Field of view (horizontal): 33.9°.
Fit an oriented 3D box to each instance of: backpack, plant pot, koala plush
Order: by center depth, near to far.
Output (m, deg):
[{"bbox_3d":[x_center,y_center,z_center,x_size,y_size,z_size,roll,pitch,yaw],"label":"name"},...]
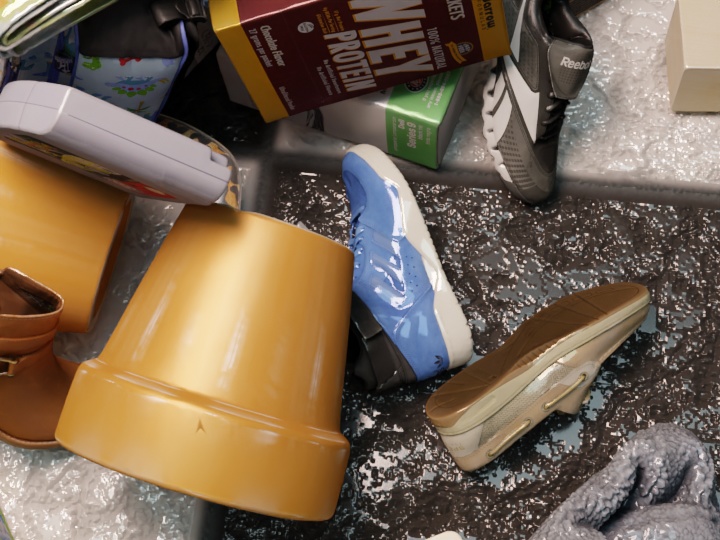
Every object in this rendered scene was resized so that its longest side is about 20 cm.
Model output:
[{"bbox_3d":[0.224,0.224,0.803,0.184,0.178,0.200,-40,69,-21],"label":"koala plush"},{"bbox_3d":[-0.090,0.056,0.833,0.199,0.200,0.184,16,85,9],"label":"plant pot"},{"bbox_3d":[-0.206,-0.201,0.881,0.146,0.200,0.184,-2,71,-18],"label":"backpack"},{"bbox_3d":[-0.280,-0.037,0.919,0.183,0.200,0.201,17,72,-7],"label":"plant pot"}]

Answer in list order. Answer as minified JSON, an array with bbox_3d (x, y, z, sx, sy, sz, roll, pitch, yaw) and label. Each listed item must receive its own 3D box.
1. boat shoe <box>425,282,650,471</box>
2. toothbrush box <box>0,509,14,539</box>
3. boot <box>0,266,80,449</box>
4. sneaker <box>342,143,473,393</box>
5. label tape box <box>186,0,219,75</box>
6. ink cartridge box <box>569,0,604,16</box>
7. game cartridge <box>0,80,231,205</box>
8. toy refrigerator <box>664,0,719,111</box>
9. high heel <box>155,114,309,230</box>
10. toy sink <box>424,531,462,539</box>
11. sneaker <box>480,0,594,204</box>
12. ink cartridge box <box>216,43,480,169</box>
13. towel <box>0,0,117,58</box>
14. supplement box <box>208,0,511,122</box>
[{"bbox_3d":[0.145,0.080,0.914,0.200,0.072,0.065,-34,108,-13],"label":"boat shoe"},{"bbox_3d":[-0.332,0.230,0.873,0.145,0.086,0.200,-29,73,-7],"label":"toothbrush box"},{"bbox_3d":[-0.242,0.061,0.858,0.199,0.155,0.074,11,50,-33],"label":"boot"},{"bbox_3d":[0.000,0.000,0.938,0.111,0.077,0.201,-20,77,-14],"label":"sneaker"},{"bbox_3d":[-0.202,-0.232,1.038,0.143,0.066,0.200,39,82,15],"label":"label tape box"},{"bbox_3d":[0.157,-0.324,1.043,0.164,0.075,0.200,-31,73,-8],"label":"ink cartridge box"},{"bbox_3d":[-0.178,-0.085,0.792,0.133,0.200,0.041,27,83,-25],"label":"game cartridge"},{"bbox_3d":[0.361,-0.178,0.985,0.199,0.070,0.076,1,64,3],"label":"toy refrigerator"},{"bbox_3d":[-0.149,-0.034,0.959,0.200,0.071,0.143,41,71,6],"label":"high heel"},{"bbox_3d":[0.036,0.256,0.783,0.112,0.200,0.131,-21,70,-4],"label":"toy sink"},{"bbox_3d":[0.144,-0.151,0.942,0.066,0.090,0.201,-15,104,-42],"label":"sneaker"},{"bbox_3d":[-0.003,-0.192,1.001,0.199,0.084,0.146,18,72,10],"label":"ink cartridge box"},{"bbox_3d":[-0.206,-0.251,0.768,0.171,0.048,0.200,-31,72,-8],"label":"towel"},{"bbox_3d":[-0.010,-0.249,0.894,0.199,0.133,0.198,-15,65,7],"label":"supplement box"}]
